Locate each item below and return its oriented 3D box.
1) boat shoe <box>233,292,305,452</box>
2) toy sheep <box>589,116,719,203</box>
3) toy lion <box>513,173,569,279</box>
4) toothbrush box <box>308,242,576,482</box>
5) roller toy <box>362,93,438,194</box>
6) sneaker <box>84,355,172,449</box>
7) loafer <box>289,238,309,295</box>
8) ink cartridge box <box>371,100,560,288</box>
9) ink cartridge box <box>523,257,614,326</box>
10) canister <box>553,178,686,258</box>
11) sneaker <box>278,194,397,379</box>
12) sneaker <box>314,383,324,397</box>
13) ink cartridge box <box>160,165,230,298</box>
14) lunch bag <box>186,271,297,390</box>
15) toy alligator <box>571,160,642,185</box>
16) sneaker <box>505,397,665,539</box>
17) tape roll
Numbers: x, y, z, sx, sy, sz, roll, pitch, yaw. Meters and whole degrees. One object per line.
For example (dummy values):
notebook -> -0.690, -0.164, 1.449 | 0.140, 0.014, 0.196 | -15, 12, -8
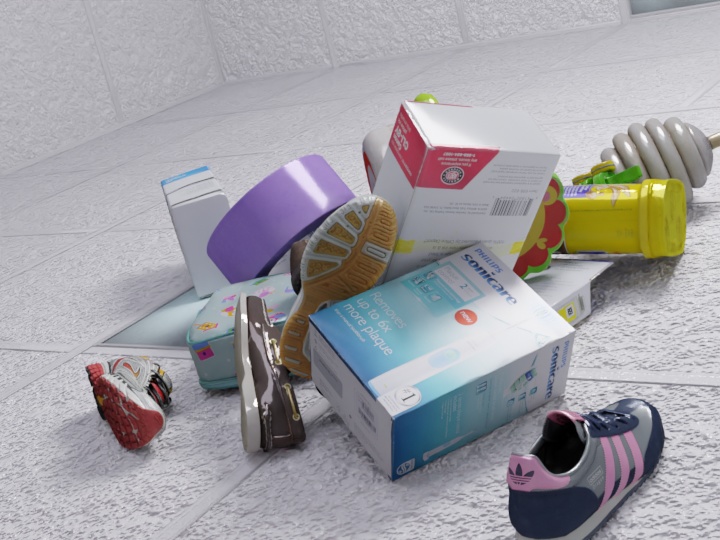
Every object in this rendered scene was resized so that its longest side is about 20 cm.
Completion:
boat shoe -> -0.094, 0.098, 1.132 | 0.059, 0.072, 0.201 | -1, 39, -10
toy sheep -> 0.380, -0.133, 1.441 | 0.199, 0.139, 0.138 | -30, 15, 12
toy lion -> 0.118, -0.052, 1.223 | 0.200, 0.191, 0.069 | -50, 10, 16
toothbrush box -> 0.072, 0.077, 1.023 | 0.198, 0.086, 0.147 | -21, 46, -24
roller toy -> 0.077, -0.091, 1.366 | 0.138, 0.202, 0.183 | -17, -19, -3
sneaker -> -0.240, 0.129, 1.214 | 0.081, 0.079, 0.200 | -19, 18, -19
loafer -> 0.000, 0.000, 1.287 | 0.199, 0.073, 0.071 | 17, 36, -42
ink cartridge box -> 0.087, -0.055, 1.103 | 0.144, 0.201, 0.084 | 0, 38, -25
ink cartridge box -> 0.147, 0.041, 1.236 | 0.199, 0.048, 0.197 | -25, 19, -37
canister -> 0.264, -0.059, 1.300 | 0.198, 0.088, 0.148 | 0, 3, 26
sneaker -> -0.023, 0.004, 1.079 | 0.075, 0.201, 0.088 | 27, 27, -2
sneaker -> -0.006, 0.078, 1.151 | 0.115, 0.076, 0.200 | -26, 33, -14
ink cartridge box -> -0.233, -0.061, 1.675 | 0.083, 0.147, 0.200 | -18, 18, -9
lunch bag -> -0.106, 0.066, 1.301 | 0.158, 0.078, 0.200 | -10, 18, 10
toy alligator -> 0.276, -0.087, 1.420 | 0.054, 0.060, 0.200 | -10, -12, -29
sneaker -> 0.176, 0.133, 0.859 | 0.070, 0.083, 0.200 | -1, 22, 37
tape roll -> -0.098, -0.052, 1.469 | 0.199, 0.085, 0.200 | -38, -12, -9
